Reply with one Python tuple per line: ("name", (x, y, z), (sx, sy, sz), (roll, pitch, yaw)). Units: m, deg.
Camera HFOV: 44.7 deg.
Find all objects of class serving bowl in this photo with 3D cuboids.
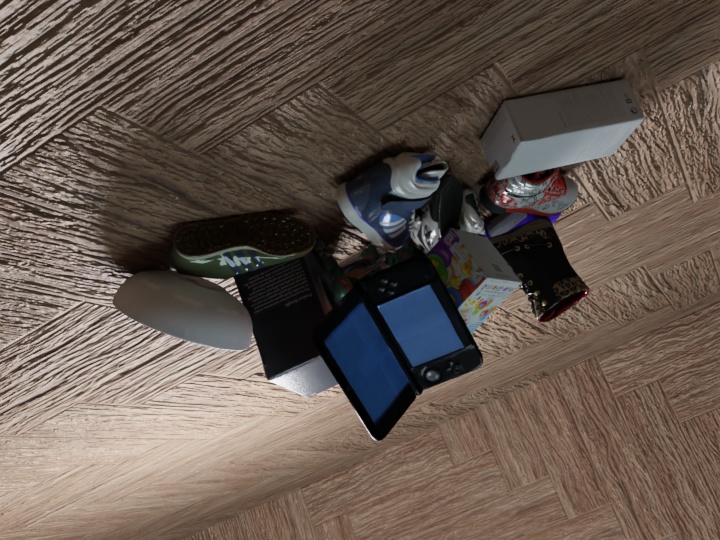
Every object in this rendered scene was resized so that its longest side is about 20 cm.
("serving bowl", (-0.238, 0.044, 1.219), (0.200, 0.200, 0.066), (15, 97, -58))

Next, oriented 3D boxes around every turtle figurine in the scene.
("turtle figurine", (0.000, 0.000, 1.356), (0.149, 0.101, 0.200), (14, -163, 25))

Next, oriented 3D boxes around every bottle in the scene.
("bottle", (0.253, -0.064, 1.523), (0.083, 0.065, 0.200), (-11, 157, -49))

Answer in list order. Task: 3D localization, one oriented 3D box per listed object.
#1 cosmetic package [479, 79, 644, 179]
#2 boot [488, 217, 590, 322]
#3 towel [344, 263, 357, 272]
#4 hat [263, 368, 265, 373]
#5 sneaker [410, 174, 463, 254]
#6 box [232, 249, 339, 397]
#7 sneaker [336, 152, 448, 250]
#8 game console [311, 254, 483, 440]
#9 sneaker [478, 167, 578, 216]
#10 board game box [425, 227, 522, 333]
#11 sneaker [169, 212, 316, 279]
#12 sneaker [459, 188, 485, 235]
("cosmetic package", (0.277, -0.196, 1.213), (0.199, 0.074, 0.102), (-12, 158, -19))
("boot", (0.254, 0.016, 1.405), (0.200, 0.151, 0.073), (-25, 153, -9))
("towel", (0.004, 0.042, 1.589), (0.111, 0.049, 0.200), (-28, 159, 16))
("hat", (-0.112, 0.109, 1.632), (0.165, 0.200, 0.177), (5, 122, 14))
("sneaker", (0.105, -0.080, 1.334), (0.074, 0.088, 0.200), (-53, 158, -27))
("box", (-0.090, 0.074, 1.357), (0.123, 0.199, 0.200), (-23, 161, 7))
("sneaker", (0.070, -0.100, 1.236), (0.146, 0.081, 0.200), (-24, 155, 20))
("game console", (0.057, 0.109, 1.226), (0.172, 0.200, 0.119), (-23, -159, 19))
("sneaker", (0.294, -0.139, 1.383), (0.201, 0.067, 0.108), (-5, 158, -31))
("board game box", (0.127, 0.046, 1.331), (0.105, 0.103, 0.200), (8, 130, -50))
("sneaker", (-0.168, -0.029, 1.213), (0.200, 0.067, 0.090), (-5, 156, -25))
("sneaker", (0.159, -0.070, 1.430), (0.081, 0.075, 0.200), (-12, 160, 1))
